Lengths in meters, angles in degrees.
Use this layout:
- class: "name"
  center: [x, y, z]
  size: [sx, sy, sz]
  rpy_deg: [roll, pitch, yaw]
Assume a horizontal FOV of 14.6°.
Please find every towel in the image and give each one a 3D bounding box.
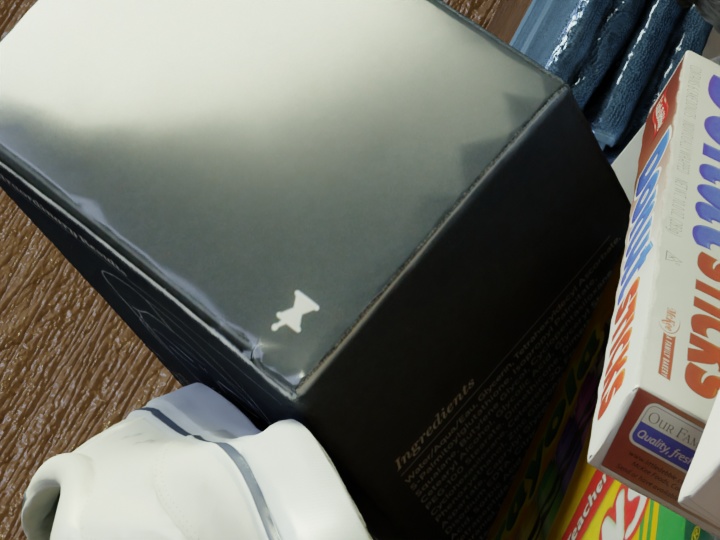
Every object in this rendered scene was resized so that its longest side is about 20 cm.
- class: "towel"
  center: [0.088, -0.084, 1.010]
  size: [0.112, 0.048, 0.200]
  rpy_deg: [-62, 3, -4]

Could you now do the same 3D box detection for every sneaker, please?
- class: "sneaker"
  center: [-0.039, 0.079, 0.711]
  size: [0.071, 0.073, 0.200]
  rpy_deg: [-31, 11, -13]

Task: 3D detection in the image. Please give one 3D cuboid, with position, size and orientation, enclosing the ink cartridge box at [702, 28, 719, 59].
- class: "ink cartridge box"
  center: [0.123, -0.033, 1.051]
  size: [0.201, 0.068, 0.116]
  rpy_deg: [-61, 3, -1]

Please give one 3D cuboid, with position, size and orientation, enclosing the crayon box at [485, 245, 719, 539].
- class: "crayon box"
  center: [0.069, 0.079, 0.696]
  size: [0.200, 0.050, 0.128]
  rpy_deg: [-93, 25, -69]

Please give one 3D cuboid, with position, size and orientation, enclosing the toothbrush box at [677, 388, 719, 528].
- class: "toothbrush box"
  center: [0.152, -0.041, 0.531]
  size: [0.201, 0.085, 0.147]
  rpy_deg: [-62, 5, -38]

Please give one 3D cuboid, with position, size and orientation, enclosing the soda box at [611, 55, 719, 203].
- class: "soda box"
  center: [0.104, -0.001, 0.888]
  size: [0.068, 0.064, 0.200]
  rpy_deg: [-23, -17, -28]

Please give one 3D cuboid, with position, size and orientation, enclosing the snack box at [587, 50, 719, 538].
- class: "snack box"
  center: [0.095, 0.008, 0.642]
  size: [0.024, 0.072, 0.200]
  rpy_deg: [-60, 4, 25]

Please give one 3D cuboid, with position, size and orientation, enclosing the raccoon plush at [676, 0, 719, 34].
- class: "raccoon plush"
  center: [0.134, -0.129, 0.766]
  size: [0.134, 0.200, 0.097]
  rpy_deg: [-51, -22, -6]

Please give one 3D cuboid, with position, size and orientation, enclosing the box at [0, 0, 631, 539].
- class: "box"
  center: [0.000, 0.000, 0.791]
  size: [0.107, 0.148, 0.200]
  rpy_deg: [-48, -32, -8]
